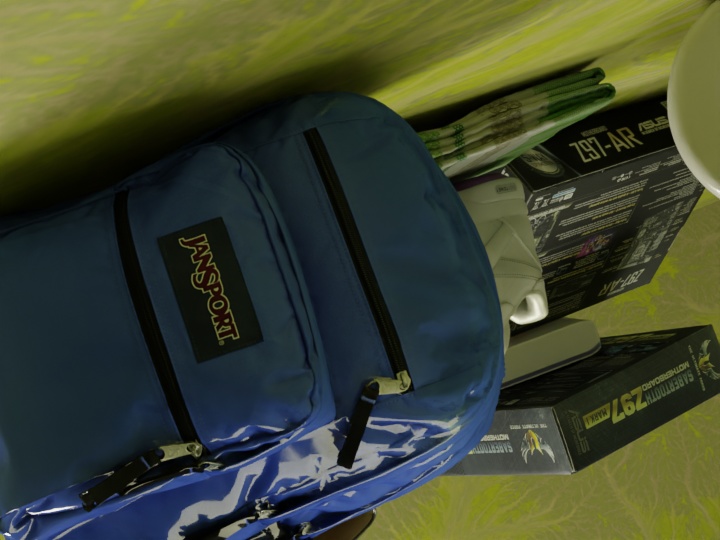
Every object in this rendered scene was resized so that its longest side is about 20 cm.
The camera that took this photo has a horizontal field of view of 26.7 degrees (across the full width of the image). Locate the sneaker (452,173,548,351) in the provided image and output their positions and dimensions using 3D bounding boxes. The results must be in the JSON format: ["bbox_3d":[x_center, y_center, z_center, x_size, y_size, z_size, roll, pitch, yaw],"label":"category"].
[{"bbox_3d":[0.033,0.012,0.777,0.199,0.100,0.075,-19,178,-44],"label":"sneaker"}]

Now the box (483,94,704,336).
[{"bbox_3d":[0.146,-0.033,1.013,0.199,0.044,0.161,-19,147,-34],"label":"box"}]

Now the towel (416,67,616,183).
[{"bbox_3d":[0.017,-0.051,0.780,0.199,0.031,0.149,-22,178,-23],"label":"towel"}]

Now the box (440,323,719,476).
[{"bbox_3d":[0.132,0.092,1.055,0.157,0.051,0.199,-23,-174,-34],"label":"box"}]

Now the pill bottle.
[{"bbox_3d":[0.220,-0.081,0.779,0.113,0.115,0.200,-22,175,15],"label":"pill bottle"}]

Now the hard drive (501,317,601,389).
[{"bbox_3d":[0.082,0.064,1.113,0.131,0.026,0.200,-19,-176,-10],"label":"hard drive"}]

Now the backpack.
[{"bbox_3d":[-0.044,0.030,0.561,0.198,0.164,0.168,-20,172,0],"label":"backpack"}]

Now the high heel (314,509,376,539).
[{"bbox_3d":[-0.058,0.212,0.990,0.141,0.072,0.201,-6,-144,3],"label":"high heel"}]
